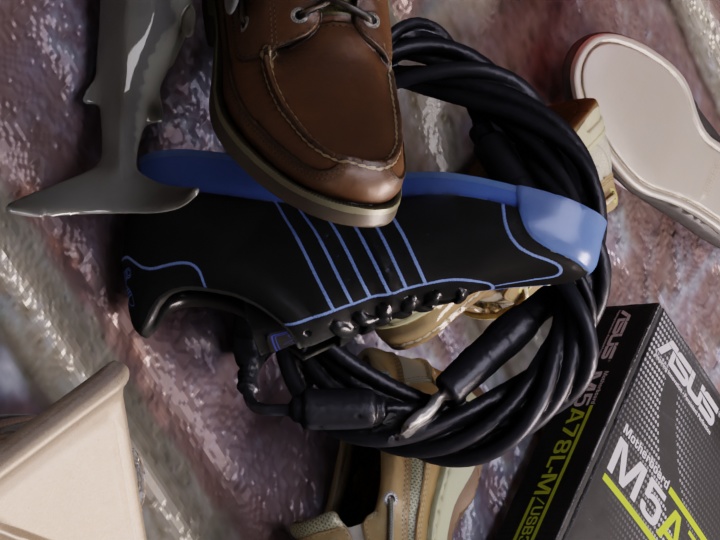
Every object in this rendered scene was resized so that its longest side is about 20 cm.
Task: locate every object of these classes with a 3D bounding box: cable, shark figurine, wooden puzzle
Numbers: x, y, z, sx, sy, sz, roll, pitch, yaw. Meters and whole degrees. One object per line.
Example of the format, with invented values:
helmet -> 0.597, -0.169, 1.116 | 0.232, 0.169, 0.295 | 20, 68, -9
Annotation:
cable -> 0.030, -0.018, 1.087 | 0.051, 0.163, 0.201 | 85, 13, -72
shark figurine -> -0.099, -0.121, 1.016 | 0.089, 0.128, 0.215 | 20, 87, -21
wooden puzzle -> -0.143, 0.150, 0.886 | 0.185, 0.037, 0.201 | -37, 138, -40

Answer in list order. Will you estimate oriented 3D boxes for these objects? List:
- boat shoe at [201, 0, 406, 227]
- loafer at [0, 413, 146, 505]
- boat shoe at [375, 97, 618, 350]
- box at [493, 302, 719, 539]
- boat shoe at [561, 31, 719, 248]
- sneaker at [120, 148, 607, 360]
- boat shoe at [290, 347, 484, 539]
boat shoe -> -0.024, -0.095, 1.009 | 0.072, 0.200, 0.068 | 8, 122, -25
loafer -> -0.145, 0.092, 0.922 | 0.200, 0.063, 0.072 | -4, 89, -50
boat shoe -> 0.071, -0.013, 1.187 | 0.200, 0.074, 0.067 | -43, 114, -43
box -> 0.152, 0.153, 1.284 | 0.200, 0.047, 0.193 | 54, 51, -32
boat shoe -> 0.160, -0.064, 1.325 | 0.200, 0.057, 0.067 | 35, 79, -38
sneaker -> 0.000, 0.000, 1.030 | 0.070, 0.199, 0.078 | 68, 28, -78
boat shoe -> -0.001, 0.130, 1.100 | 0.076, 0.072, 0.201 | 27, 57, -29
